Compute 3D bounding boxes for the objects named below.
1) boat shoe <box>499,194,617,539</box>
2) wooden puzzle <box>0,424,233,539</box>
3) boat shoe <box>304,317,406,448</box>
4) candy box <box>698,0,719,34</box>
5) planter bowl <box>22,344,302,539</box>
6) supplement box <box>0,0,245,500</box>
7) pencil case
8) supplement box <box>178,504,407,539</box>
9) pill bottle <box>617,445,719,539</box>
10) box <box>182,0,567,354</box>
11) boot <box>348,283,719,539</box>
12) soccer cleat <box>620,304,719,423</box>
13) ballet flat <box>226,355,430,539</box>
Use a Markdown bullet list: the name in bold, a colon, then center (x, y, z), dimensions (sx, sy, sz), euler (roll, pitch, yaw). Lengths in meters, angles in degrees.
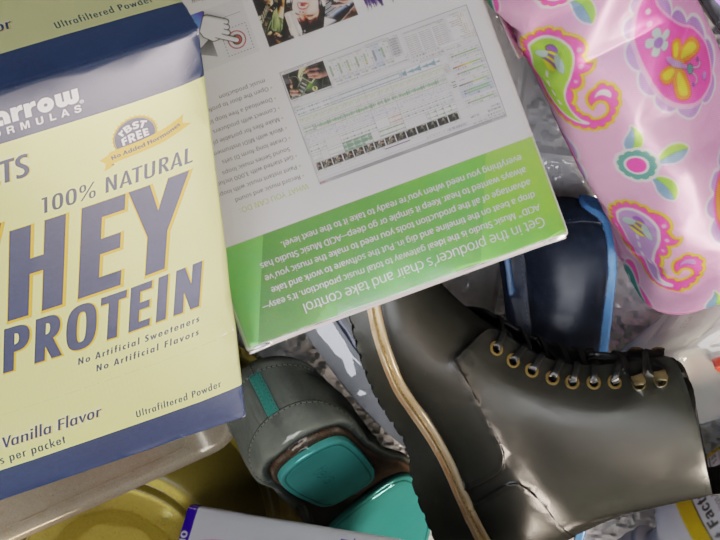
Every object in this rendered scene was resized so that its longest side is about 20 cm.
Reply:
- **boat shoe**: center (0.082, 0.060, 1.121), dimensions (0.069, 0.084, 0.200), euler (4, 96, -1)
- **wooden puzzle**: center (-0.180, 0.033, 1.061), dimensions (0.200, 0.046, 0.185), euler (-24, 88, -10)
- **boat shoe**: center (0.000, 0.000, 1.097), dimensions (0.066, 0.072, 0.200), euler (-32, 104, 12)
- **candy box**: center (0.200, -0.195, 1.007), dimensions (0.168, 0.072, 0.200), euler (-32, 108, 13)
- **planter bowl**: center (-0.118, 0.127, 1.141), dimensions (0.200, 0.083, 0.201), euler (0, 112, 1)
- **supplement box**: center (-0.149, -0.052, 0.917), dimensions (0.134, 0.200, 0.200), euler (-19, 135, -15)
- **pencil case**: center (0.121, -0.076, 1.012), dimensions (0.087, 0.087, 0.200), euler (-25, 122, 11)
- **supplement box**: center (0.004, 0.177, 1.035), dimensions (0.103, 0.200, 0.101), euler (33, 69, -42)
- **pill bottle**: center (0.216, 0.125, 1.117), dimensions (0.200, 0.114, 0.114), euler (-38, 107, 16)
- **box**: center (-0.014, -0.082, 0.962), dimensions (0.144, 0.036, 0.200), euler (-19, 89, 1)
- **boot**: center (0.077, 0.035, 1.031), dimensions (0.138, 0.077, 0.200), euler (-17, 120, 12)
- **soccer cleat**: center (0.194, 0.013, 1.102), dimensions (0.069, 0.078, 0.200), euler (29, 131, -31)
- **ballet flat**: center (-0.013, 0.093, 1.113), dimensions (0.067, 0.064, 0.200), euler (-33, 152, -1)
